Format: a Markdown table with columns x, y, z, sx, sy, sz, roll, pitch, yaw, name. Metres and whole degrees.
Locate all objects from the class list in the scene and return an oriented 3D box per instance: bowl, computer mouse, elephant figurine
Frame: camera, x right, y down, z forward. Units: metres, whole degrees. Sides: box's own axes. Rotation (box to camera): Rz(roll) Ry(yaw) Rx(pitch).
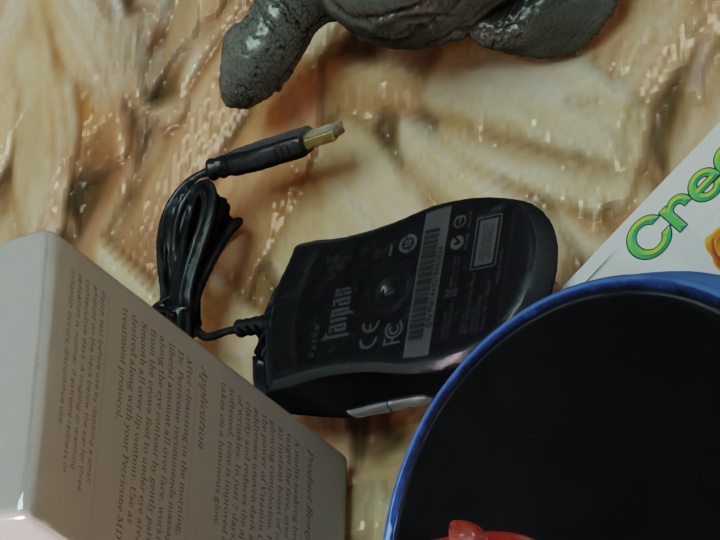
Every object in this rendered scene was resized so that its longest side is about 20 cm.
| x | y | z | sx | sy | sz | roll | pitch | yaw | name |
| --- | --- | --- | --- | --- | --- | --- | --- | --- | --- |
| 0.090 | 0.096 | 0.983 | 0.200 | 0.039 | 0.202 | -12 | 70 | 34 | bowl |
| 0.000 | 0.000 | 1.134 | 0.199 | 0.046 | 0.141 | -17 | 50 | 31 | computer mouse |
| 0.042 | -0.143 | 1.152 | 0.141 | 0.155 | 0.201 | 21 | 84 | -4 | elephant figurine |

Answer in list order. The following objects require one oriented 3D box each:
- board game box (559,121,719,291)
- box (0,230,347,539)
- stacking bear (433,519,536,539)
| x | y | z | sx | sy | sz | roll | pitch | yaw | name |
| --- | --- | --- | --- | --- | --- | --- | --- | --- | --- |
| 0.179 | -0.024 | 1.030 | 0.200 | 0.035 | 0.126 | -46 | 49 | 1 | board game box |
| -0.117 | 0.090 | 1.048 | 0.151 | 0.200 | 0.107 | -14 | 57 | 26 | box |
| 0.044 | 0.180 | 0.906 | 0.113 | 0.121 | 0.202 | -13 | 76 | 14 | stacking bear |
